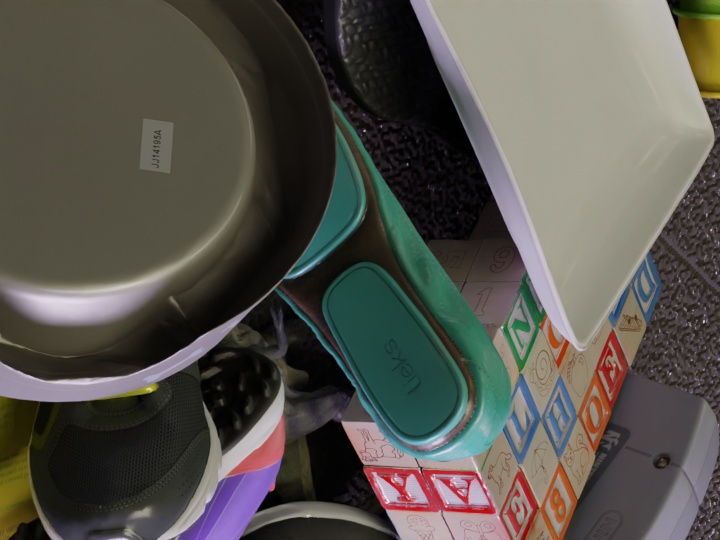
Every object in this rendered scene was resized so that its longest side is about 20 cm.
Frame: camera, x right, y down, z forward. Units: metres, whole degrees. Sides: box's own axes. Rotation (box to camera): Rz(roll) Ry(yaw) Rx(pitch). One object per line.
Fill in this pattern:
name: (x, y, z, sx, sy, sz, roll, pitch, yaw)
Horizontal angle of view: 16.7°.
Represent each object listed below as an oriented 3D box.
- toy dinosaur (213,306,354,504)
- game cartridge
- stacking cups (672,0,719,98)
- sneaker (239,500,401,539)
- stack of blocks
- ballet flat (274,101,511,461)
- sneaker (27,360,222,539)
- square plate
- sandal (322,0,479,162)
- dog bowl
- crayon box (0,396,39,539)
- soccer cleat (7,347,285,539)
toy dinosaur: (-0.027, 0.052, 1.097, 0.088, 0.047, 0.200, -45, 134, -23)
game cartridge: (0.078, 0.129, 1.158, 0.200, 0.133, 0.040, -50, 132, -22)
stacking cups: (0.184, -0.188, 1.226, 0.060, 0.060, 0.200, -18, 113, -41)
sneaker: (-0.043, 0.157, 1.053, 0.200, 0.099, 0.071, -4, 121, -39)
stack of blocks: (0.070, 0.036, 1.133, 0.200, 0.059, 0.115, -63, 141, -39)
ballet flat: (0.000, 0.000, 1.033, 0.067, 0.200, 0.070, -37, 155, 12)
sneaker: (-0.097, 0.020, 0.936, 0.200, 0.074, 0.085, -93, 172, -46)
square plate: (0.089, -0.096, 1.102, 0.198, 0.028, 0.200, -51, 123, -48)
sandal: (0.024, -0.098, 1.109, 0.075, 0.045, 0.200, -63, 150, -4)
dog bowl: (-0.112, -0.042, 0.888, 0.200, 0.200, 0.059, -39, 167, -31)
crayon box: (-0.182, 0.086, 0.940, 0.127, 0.051, 0.200, -16, 113, -42)
soccer cleat: (-0.088, 0.113, 0.973, 0.200, 0.068, 0.073, -51, 144, -43)
